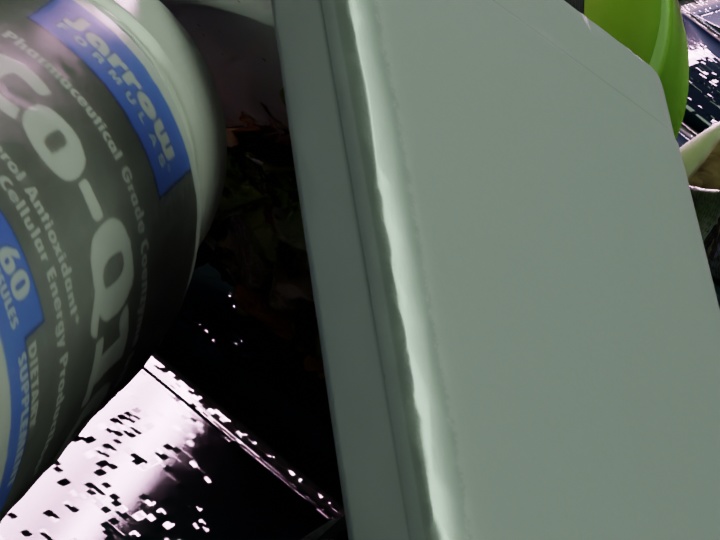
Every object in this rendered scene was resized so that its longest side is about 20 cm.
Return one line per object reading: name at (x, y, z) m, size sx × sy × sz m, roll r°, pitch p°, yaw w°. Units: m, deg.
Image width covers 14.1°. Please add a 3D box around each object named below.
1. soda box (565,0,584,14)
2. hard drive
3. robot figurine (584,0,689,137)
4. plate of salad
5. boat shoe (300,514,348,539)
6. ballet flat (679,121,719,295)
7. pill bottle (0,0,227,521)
soda box at (0.016, -0.115, 0.762) m, size 0.071 × 0.200 × 0.063 m, roll 25°, pitch 38°, yaw 37°
hard drive at (0.038, 0.019, 0.591) m, size 0.132 × 0.026 × 0.200 m, roll 30°, pitch 39°, yaw -44°
robot figurine at (0.045, -0.073, 0.932) m, size 0.116 × 0.175 × 0.200 m, roll 61°, pitch 6°, yaw 13°
plate of salad at (0.000, 0.000, 0.754) m, size 0.200 × 0.048 × 0.200 m, roll 34°, pitch -19°, yaw 14°
boat shoe at (-0.008, 0.087, 0.631) m, size 0.072 × 0.068 × 0.200 m, roll 41°, pitch 24°, yaw 13°
ballet flat at (0.134, -0.018, 0.970) m, size 0.074 × 0.074 × 0.200 m, roll 27°, pitch 2°, yaw -17°
pill bottle at (-0.100, -0.005, 0.631) m, size 0.114 × 0.114 × 0.200 m, roll 34°, pitch 22°, yaw 1°
